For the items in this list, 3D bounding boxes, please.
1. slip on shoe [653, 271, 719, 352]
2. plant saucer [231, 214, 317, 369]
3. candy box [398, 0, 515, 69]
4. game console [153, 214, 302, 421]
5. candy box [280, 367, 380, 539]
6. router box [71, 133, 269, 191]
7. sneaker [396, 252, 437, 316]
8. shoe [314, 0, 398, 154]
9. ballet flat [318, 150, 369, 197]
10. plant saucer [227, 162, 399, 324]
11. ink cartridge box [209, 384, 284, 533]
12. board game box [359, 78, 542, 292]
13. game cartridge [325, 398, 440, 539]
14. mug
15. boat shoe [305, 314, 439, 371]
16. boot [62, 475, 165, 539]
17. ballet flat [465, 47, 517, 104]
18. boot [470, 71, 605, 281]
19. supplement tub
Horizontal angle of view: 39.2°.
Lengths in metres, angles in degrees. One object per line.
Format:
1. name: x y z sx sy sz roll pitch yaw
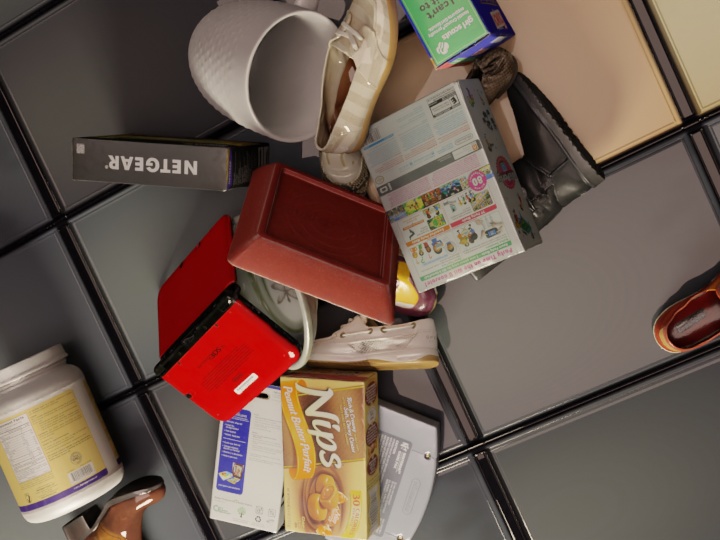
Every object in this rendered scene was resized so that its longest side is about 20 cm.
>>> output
1. slip on shoe: 0.428 0.031 1.162 0.199 0.061 0.075 -36 88 14
2. plant saucer: -0.101 0.021 1.250 0.050 0.199 0.203 -23 94 -29
3. candy box: 0.084 -0.331 1.129 0.076 0.169 0.202 -30 91 21
4. game console: -0.169 0.064 1.269 0.172 0.119 0.200 39 131 -11
5. candy box: -0.037 0.228 1.269 0.114 0.055 0.203 1 97 20
6. router box: -0.228 -0.135 1.239 0.197 0.157 0.053 5 100 11
7. sneaker: 0.000 0.000 1.234 0.199 0.090 0.075 34 121 10
8. shoe: -0.008 -0.220 1.113 0.070 0.053 0.202 39 126 40
9. ballet flat: -0.020 -0.173 1.226 0.067 0.075 0.203 7 101 11
10. plant saucer: -0.041 -0.044 1.163 0.197 0.201 0.037 21 126 -10
11. ink cartridge box: -0.140 0.239 1.339 0.098 0.039 0.203 11 102 12
12. board game box: 0.100 -0.096 1.156 0.146 0.064 0.203 -22 89 32
13. game cartridge: 0.028 0.271 1.306 0.132 0.040 0.203 21 103 13
14. mug: -0.111 -0.268 1.185 0.174 0.147 0.202 27 97 45
15. boat shoe: 0.005 0.089 1.271 0.197 0.071 0.070 -3 76 21
16. boot: -0.296 0.399 1.385 0.187 0.068 0.201 -32 91 15
17. ballet flat: 0.113 -0.175 1.190 0.201 0.046 0.068 -55 52 25
18. boot: 0.164 -0.110 1.206 0.199 0.065 0.166 -39 81 23
19. supplement tub: -0.415 0.214 1.343 0.144 0.145 0.202 -22 93 15
